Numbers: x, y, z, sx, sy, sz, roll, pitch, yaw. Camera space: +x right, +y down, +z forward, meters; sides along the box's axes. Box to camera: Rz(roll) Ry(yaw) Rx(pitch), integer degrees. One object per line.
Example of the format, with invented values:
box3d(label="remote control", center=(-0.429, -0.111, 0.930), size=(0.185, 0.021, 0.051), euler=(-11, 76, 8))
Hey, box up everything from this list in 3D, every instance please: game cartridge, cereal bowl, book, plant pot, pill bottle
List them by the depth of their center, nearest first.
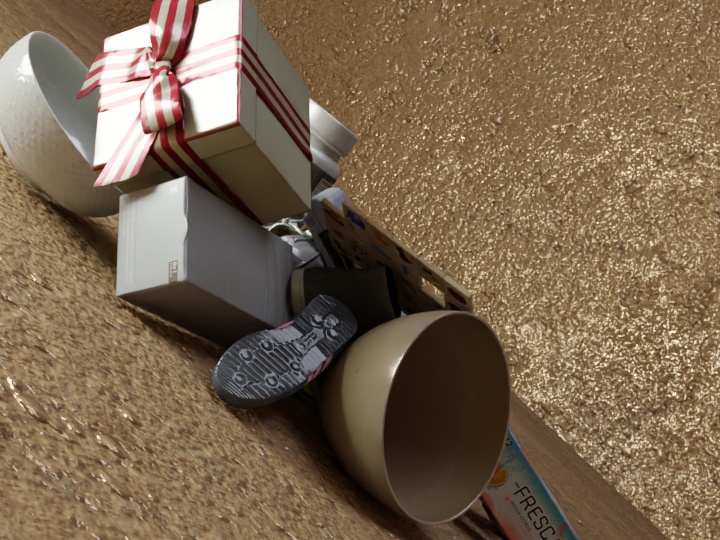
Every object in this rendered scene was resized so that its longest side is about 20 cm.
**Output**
box3d(label="plant pot", center=(0.037, 0.134, 1.227), size=(0.133, 0.203, 0.200), euler=(6, -21, 42))
box3d(label="cereal bowl", center=(-0.304, -0.136, 1.272), size=(0.201, 0.083, 0.200), euler=(56, 11, -16))
box3d(label="book", center=(0.080, 0.166, 1.407), size=(0.200, 0.047, 0.136), euler=(70, 8, -72))
box3d(label="game cartridge", center=(0.000, 0.000, 1.442), size=(0.202, 0.040, 0.133), euler=(62, 10, -5))
box3d(label="pill bottle", center=(-0.098, -0.122, 1.646), size=(0.113, 0.201, 0.114), euler=(37, 4, -3))

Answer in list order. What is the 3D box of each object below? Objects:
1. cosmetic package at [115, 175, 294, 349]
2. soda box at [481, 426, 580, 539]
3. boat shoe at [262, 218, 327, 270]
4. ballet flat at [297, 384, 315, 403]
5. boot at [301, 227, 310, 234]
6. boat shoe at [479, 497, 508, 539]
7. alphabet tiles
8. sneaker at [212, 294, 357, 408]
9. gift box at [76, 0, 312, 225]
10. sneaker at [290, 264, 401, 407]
box3d(label="cosmetic package", center=(-0.145, -0.001, 1.214), size=(0.200, 0.089, 0.108), euler=(33, 50, -53))
box3d(label="soda box", center=(0.188, 0.271, 1.416), size=(0.201, 0.068, 0.064), euler=(58, 3, -8))
box3d(label="boat shoe", center=(-0.081, -0.030, 1.426), size=(0.087, 0.074, 0.202), euler=(61, 10, -4))
box3d(label="ballet flat", center=(-0.100, 0.060, 1.353), size=(0.199, 0.067, 0.067), euler=(41, 6, -9))
box3d(label="boot", center=(-0.062, -0.025, 1.669), size=(0.138, 0.078, 0.200), euler=(41, -2, 35))
box3d(label="boat shoe", center=(0.178, 0.267, 1.503), size=(0.201, 0.074, 0.067), euler=(54, 1, -42))
box3d(label="alphabet tiles", center=(0.039, 0.005, 1.292), size=(0.199, 0.008, 0.168), euler=(38, -17, 21))
box3d(label="sneaker", center=(-0.078, 0.094, 1.179), size=(0.070, 0.082, 0.199), euler=(47, 35, 12))
box3d(label="gift box", center=(-0.168, -0.140, 1.237), size=(0.187, 0.198, 0.187), euler=(51, 26, -52))
box3d(label="sneaker", center=(-0.004, 0.079, 1.313), size=(0.075, 0.105, 0.202), euler=(-86, 167, -45))
